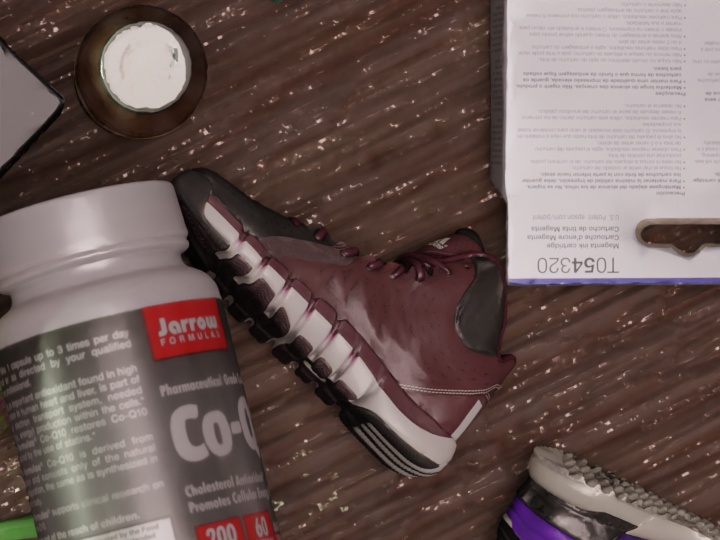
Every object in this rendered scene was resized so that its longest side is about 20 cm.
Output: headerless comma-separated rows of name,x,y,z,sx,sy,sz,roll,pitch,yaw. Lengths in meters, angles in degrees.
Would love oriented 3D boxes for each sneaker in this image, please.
sneaker,0.000,0.000,1.251,0.116,0.076,0.200,-45,100,-17
sneaker,0.156,0.176,1.276,0.200,0.070,0.100,28,95,-4

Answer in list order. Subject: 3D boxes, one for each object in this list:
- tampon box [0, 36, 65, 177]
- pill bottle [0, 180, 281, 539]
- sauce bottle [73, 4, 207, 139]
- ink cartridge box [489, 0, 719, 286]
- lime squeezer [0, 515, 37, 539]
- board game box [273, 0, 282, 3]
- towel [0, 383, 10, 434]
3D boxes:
tampon box,-0.252,-0.050,1.165,0.126,0.150,0.200,44,86,-7
pill bottle,-0.112,0.065,1.183,0.114,0.114,0.200,-14,85,-7
sauce bottle,-0.104,-0.094,1.159,0.065,0.200,0.065,0,92,-5
ink cartridge box,0.165,-0.093,1.276,0.196,0.043,0.200,0,94,-9
lime squeezer,-0.126,0.157,1.247,0.200,0.038,0.071,30,85,-10
board game box,-0.043,-0.260,1.239,0.152,0.045,0.200,-40,97,-5
towel,-0.246,0.099,1.164,0.023,0.144,0.200,31,69,26
